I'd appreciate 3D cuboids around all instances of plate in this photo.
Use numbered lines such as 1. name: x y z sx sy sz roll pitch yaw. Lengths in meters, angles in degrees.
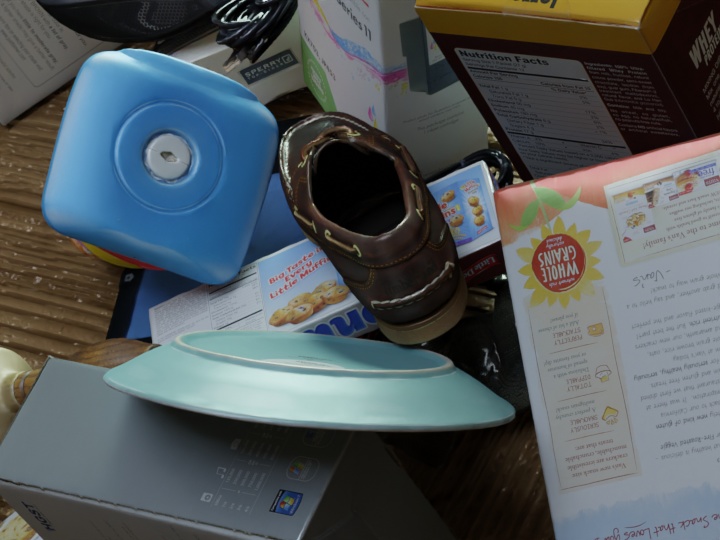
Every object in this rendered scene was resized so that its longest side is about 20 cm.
1. plate: -0.023 0.049 1.394 0.199 0.200 0.026 10 96 35

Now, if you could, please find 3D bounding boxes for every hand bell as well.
1. hand bell: -0.173 0.062 1.564 0.199 0.104 0.105 -16 46 45

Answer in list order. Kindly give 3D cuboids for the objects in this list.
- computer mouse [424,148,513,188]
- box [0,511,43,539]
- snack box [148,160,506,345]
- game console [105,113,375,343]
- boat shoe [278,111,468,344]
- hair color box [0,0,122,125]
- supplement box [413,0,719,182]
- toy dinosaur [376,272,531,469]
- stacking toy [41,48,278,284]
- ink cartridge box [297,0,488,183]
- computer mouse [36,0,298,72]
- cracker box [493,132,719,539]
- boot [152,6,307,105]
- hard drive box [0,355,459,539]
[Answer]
1. computer mouse: 0.000 0.000 1.562 0.200 0.034 0.059 -43 44 -5
2. box: -0.232 0.200 1.578 0.200 0.039 0.041 -38 44 -2
3. snack box: -0.016 0.009 1.523 0.199 0.024 0.072 -24 36 9
4. game console: -0.062 -0.002 1.644 0.176 0.031 0.201 -6 53 26
5. boat shoe: 0.001 -0.040 1.489 0.070 0.070 0.200 -33 32 -4
6. hair color box: -0.173 -0.191 1.807 0.200 0.100 0.061 -34 43 2
7. supplement box: 0.158 -0.146 1.510 0.132 0.200 0.198 10 61 35
8. toy dinosaur: 0.072 0.041 1.517 0.199 0.077 0.103 -22 59 8
9. stacking toy: -0.127 -0.040 1.612 0.200 0.116 0.110 144 143 -70
10. ink cartridge box: 0.014 -0.153 1.568 0.067 0.201 0.117 -21 48 -16
11. computer mouse: -0.106 -0.164 1.703 0.199 0.053 0.139 5 47 32
12. cracker box: 0.150 0.045 1.407 0.133 0.058 0.201 -13 79 20
13. boot: -0.036 -0.154 1.720 0.199 0.073 0.091 -18 39 12
14. hard drive box: -0.063 0.128 1.456 0.199 0.156 0.077 9 60 34
